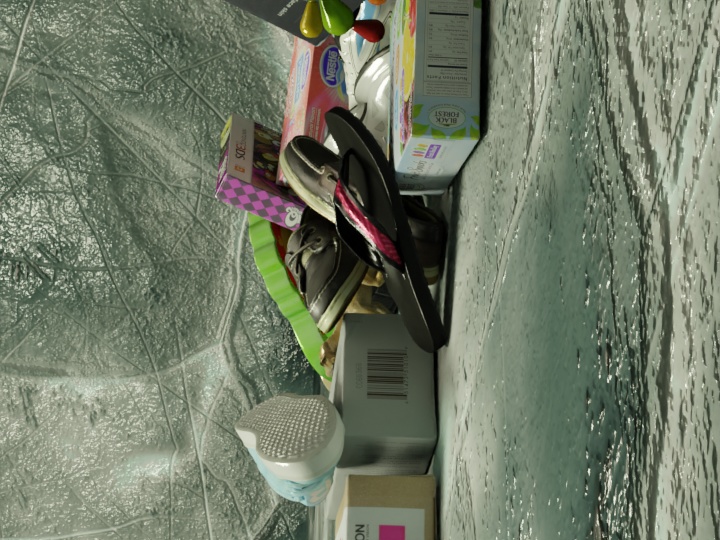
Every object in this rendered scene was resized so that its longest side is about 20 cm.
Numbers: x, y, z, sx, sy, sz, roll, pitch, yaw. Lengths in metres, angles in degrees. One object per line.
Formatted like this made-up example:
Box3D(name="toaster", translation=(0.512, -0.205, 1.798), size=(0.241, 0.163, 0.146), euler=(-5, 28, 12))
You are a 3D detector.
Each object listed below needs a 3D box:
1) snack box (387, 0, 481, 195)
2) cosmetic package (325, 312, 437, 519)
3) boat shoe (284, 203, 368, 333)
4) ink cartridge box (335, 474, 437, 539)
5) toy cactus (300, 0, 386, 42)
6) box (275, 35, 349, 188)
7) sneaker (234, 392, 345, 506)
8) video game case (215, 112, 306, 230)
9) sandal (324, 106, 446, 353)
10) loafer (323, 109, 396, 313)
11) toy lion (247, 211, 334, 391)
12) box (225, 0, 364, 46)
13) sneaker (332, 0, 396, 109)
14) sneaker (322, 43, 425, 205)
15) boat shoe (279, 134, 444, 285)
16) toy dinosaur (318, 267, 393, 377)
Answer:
Box3D(name="snack box", translation=(0.051, -0.143, 1.114), size=(0.200, 0.052, 0.145), euler=(117, 157, -81))
Box3D(name="cosmetic package", translation=(0.014, 0.129, 1.292), size=(0.201, 0.080, 0.114), euler=(98, 173, -63))
Box3D(name="boat shoe", translation=(-0.033, -0.009, 1.283), size=(0.072, 0.066, 0.201), euler=(-54, 9, 18))
Box3D(name="ink cartridge box", translation=(0.016, 0.277, 1.203), size=(0.165, 0.074, 0.203), euler=(100, 172, -68))
Box3D(name="toy cactus", translation=(-0.035, -0.247, 1.179), size=(0.200, 0.163, 0.104), euler=(105, 180, -73))
Box3D(name="box", translation=(-0.020, -0.185, 1.587), size=(0.095, 0.101, 0.203), euler=(133, 147, -62))
Box3D(name="sneaker", translation=(-0.041, 0.149, 1.205), size=(0.082, 0.074, 0.200), euler=(56, 171, -11))
Box3D(name="video game case", translation=(-0.060, -0.090, 1.655), size=(0.036, 0.198, 0.182), euler=(-62, 14, 23))
Box3D(name="sandal", translation=(0.010, -0.027, 1.155), size=(0.075, 0.045, 0.202), euler=(-179, 68, -75))
Box3D(name="loafer", translation=(0.001, -0.051, 1.458), size=(0.063, 0.071, 0.203), euler=(175, 87, -79))
Box3D(name="toy lion", translation=(-0.060, 0.021, 1.667), size=(0.191, 0.068, 0.202), euler=(31, -141, -66))
Box3D(name="box", translation=(-0.058, -0.316, 1.257), size=(0.196, 0.198, 0.119), euler=(-34, 44, 44))
Box3D(name="sneaker", translation=(0.001, -0.211, 1.436), size=(0.072, 0.071, 0.202), euler=(-94, 6, -47))
Box3D(name="sneaker", translation=(0.040, -0.110, 1.305), size=(0.116, 0.075, 0.201), euler=(62, 150, 17))
Box3D(name="boat shoe", translation=(0.007, -0.064, 1.260), size=(0.200, 0.073, 0.065), euler=(42, 120, 35))
Box3D(name="toy dinosaur", translation=(0.000, 0.000, 1.396), size=(0.058, 0.100, 0.203), euler=(-155, 67, -84))
